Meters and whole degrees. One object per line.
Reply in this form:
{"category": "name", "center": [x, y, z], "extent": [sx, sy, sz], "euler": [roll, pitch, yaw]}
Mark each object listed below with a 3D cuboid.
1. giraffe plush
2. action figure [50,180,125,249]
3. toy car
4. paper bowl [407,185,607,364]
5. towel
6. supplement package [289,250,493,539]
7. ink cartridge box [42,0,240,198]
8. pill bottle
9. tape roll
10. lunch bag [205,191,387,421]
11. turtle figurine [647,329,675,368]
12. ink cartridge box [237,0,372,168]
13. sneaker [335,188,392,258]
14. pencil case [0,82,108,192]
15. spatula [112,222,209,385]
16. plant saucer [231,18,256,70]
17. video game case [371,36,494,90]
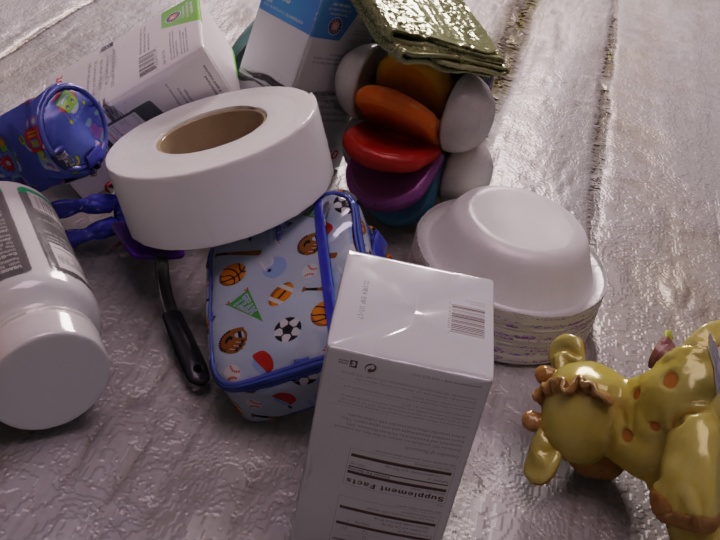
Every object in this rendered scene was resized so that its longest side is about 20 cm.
{"category": "giraffe plush", "center": [0.218, 0.131, 0.821], "extent": [0.160, 0.202, 0.173], "euler": [-2, 29, 33]}
{"category": "action figure", "center": [-0.237, -0.055, 0.992], "extent": [0.198, 0.066, 0.051], "euler": [-17, 3, -35]}
{"category": "toy car", "center": [0.043, -0.131, 1.085], "extent": [0.173, 0.201, 0.151], "euler": [21, 55, 21]}
{"category": "paper bowl", "center": [0.149, -0.009, 1.017], "extent": [0.198, 0.105, 0.202], "euler": [10, 34, -7]}
{"category": "towel", "center": [0.056, -0.261, 1.042], "extent": [0.147, 0.037, 0.201], "euler": [6, 39, -30]}
{"category": "supplement package", "center": [0.021, 0.107, 0.729], "extent": [0.108, 0.202, 0.114], "euler": [12, 35, 0]}
{"category": "ink cartridge box", "center": [-0.232, -0.185, 1.070], "extent": [0.198, 0.084, 0.146], "euler": [-27, 37, 9]}
{"category": "pill bottle", "center": [-0.276, 0.025, 0.822], "extent": [0.112, 0.114, 0.200], "euler": [-9, 40, -28]}
{"category": "tape roll", "center": [-0.126, -0.098, 0.927], "extent": [0.200, 0.072, 0.203], "euler": [-12, 27, 6]}
{"category": "lunch bag", "center": [-0.051, 0.022, 0.872], "extent": [0.158, 0.076, 0.202], "euler": [-18, 47, 11]}
{"category": "turtle figurine", "center": [0.345, 0.117, 0.913], "extent": [0.160, 0.065, 0.200], "euler": [20, -11, 37]}
{"category": "ink cartridge box", "center": [-0.059, -0.218, 1.128], "extent": [0.083, 0.202, 0.144], "euler": [32, 23, 26]}
{"category": "sneaker", "center": [0.000, 0.000, 0.986], "extent": [0.076, 0.079, 0.202], "euler": [4, 46, -13]}
{"category": "pencil case", "center": [-0.312, -0.107, 0.947], "extent": [0.198, 0.087, 0.078], "euler": [-14, 24, 41]}
{"category": "spatula", "center": [-0.171, 0.023, 0.908], "extent": [0.056, 0.021, 0.201], "euler": [-1, 49, -34]}
{"category": "plant saucer", "center": [-0.089, -0.273, 1.226], "extent": [0.199, 0.200, 0.028], "euler": [-25, 73, -41]}
{"category": "video game case", "center": [0.075, -0.182, 1.154], "extent": [0.142, 0.201, 0.019], "euler": [25, 58, 15]}
